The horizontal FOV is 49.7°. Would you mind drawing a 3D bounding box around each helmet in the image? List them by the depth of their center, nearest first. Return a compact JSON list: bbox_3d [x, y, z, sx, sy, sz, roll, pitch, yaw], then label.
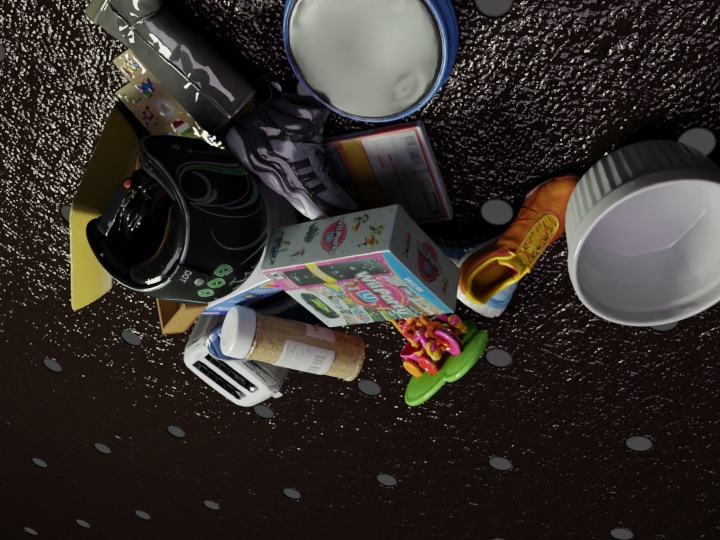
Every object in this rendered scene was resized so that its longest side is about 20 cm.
[{"bbox_3d":[-0.204,-0.059,0.923,0.197,0.190,0.204,2,95,26],"label":"helmet"}]

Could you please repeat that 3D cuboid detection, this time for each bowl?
[{"bbox_3d":[0.007,-0.252,0.848,0.197,0.040,0.203,11,135,11],"label":"bowl"}]

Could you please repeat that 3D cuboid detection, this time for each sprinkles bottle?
[{"bbox_3d":[-0.092,0.103,1.080,0.197,0.069,0.068,16,141,-26],"label":"sprinkles bottle"}]

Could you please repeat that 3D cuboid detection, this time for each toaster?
[{"bbox_3d":[-0.187,0.115,1.212,0.200,0.130,0.113,42,131,-21],"label":"toaster"}]

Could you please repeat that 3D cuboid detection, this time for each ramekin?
[{"bbox_3d":[0.320,-0.046,0.859,0.196,0.106,0.203,0,130,0],"label":"ramekin"}]

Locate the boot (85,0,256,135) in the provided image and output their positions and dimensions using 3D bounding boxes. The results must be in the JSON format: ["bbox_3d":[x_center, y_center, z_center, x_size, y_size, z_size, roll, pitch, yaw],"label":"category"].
[{"bbox_3d":[-0.199,-0.265,0.882,0.200,0.073,0.181,46,142,-13],"label":"boot"}]

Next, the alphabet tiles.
[{"bbox_3d":[-0.217,-0.210,0.995,0.165,0.006,0.201,-20,123,33],"label":"alphabet tiles"}]

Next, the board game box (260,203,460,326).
[{"bbox_3d":[0.000,0.000,0.942,0.197,0.065,0.147,-10,144,37],"label":"board game box"}]

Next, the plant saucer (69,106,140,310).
[{"bbox_3d":[-0.334,-0.078,1.036,0.048,0.202,0.201,12,138,-9],"label":"plant saucer"}]

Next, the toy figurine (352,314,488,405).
[{"bbox_3d":[0.056,0.067,1.067,0.184,0.151,0.200,41,160,-7],"label":"toy figurine"}]

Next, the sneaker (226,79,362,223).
[{"bbox_3d":[-0.055,-0.137,0.933,0.199,0.076,0.114,36,110,-15],"label":"sneaker"}]

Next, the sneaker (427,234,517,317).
[{"bbox_3d":[0.125,-0.022,1.017,0.198,0.079,0.090,26,119,-18],"label":"sneaker"}]

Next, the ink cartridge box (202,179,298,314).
[{"bbox_3d":[-0.174,-0.023,1.062,0.198,0.139,0.076,-21,164,34],"label":"ink cartridge box"}]

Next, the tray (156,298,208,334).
[{"bbox_3d":[-0.256,-0.027,1.057,0.036,0.203,0.098,-2,158,-33],"label":"tray"}]

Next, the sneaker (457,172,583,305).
[{"bbox_3d":[0.201,-0.032,0.934,0.073,0.077,0.200,35,108,-23],"label":"sneaker"}]

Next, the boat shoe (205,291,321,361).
[{"bbox_3d":[-0.132,0.068,1.131,0.197,0.073,0.073,-20,121,-7],"label":"boat shoe"}]

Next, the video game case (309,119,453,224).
[{"bbox_3d":[0.008,-0.113,0.998,0.196,0.018,0.144,-6,131,25],"label":"video game case"}]
